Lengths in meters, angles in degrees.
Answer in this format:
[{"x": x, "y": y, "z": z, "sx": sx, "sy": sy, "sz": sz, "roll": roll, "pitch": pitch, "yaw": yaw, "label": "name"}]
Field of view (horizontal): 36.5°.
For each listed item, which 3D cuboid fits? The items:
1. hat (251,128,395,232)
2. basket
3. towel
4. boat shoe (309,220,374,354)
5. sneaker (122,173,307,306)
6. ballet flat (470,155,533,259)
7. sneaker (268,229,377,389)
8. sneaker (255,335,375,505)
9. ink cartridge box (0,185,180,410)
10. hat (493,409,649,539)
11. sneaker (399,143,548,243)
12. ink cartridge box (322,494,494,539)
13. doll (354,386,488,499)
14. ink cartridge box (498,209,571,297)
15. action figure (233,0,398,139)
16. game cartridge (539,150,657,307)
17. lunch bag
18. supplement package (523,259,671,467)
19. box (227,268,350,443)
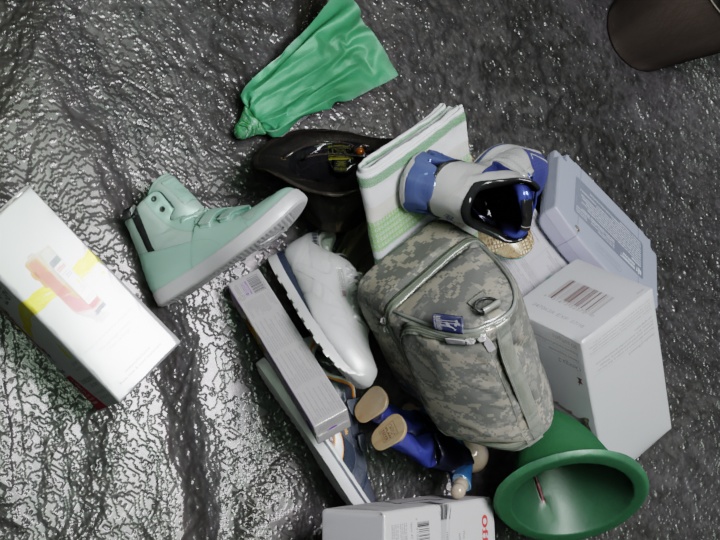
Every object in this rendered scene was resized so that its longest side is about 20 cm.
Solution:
[{"x": -0.029, "y": -0.090, "z": 1.182, "sx": 0.198, "sy": 0.201, "sz": 0.082, "roll": -8, "pitch": 116, "yaw": -24, "label": "hat"}, {"x": 0.415, "y": -0.337, "z": 1.381, "sx": 0.135, "sy": 0.200, "sz": 0.181, "roll": -32, "pitch": 92, "yaw": -24, "label": "basket"}, {"x": 0.060, "y": -0.056, "z": 1.127, "sx": 0.149, "sy": 0.031, "sz": 0.202, "roll": -36, "pitch": 135, "yaw": -29, "label": "towel"}, {"x": 0.002, "y": 0.001, "z": 1.216, "sx": 0.073, "sy": 0.063, "sz": 0.202, "roll": 31, "pitch": 70, "yaw": -15, "label": "boat shoe"}, {"x": -0.156, "y": -0.059, "z": 1.107, "sx": 0.119, "sy": 0.199, "sz": 0.074, "roll": 61, "pitch": 20, "yaw": 4, "label": "sneaker"}, {"x": 0.123, "y": -0.093, "z": 1.231, "sx": 0.070, "sy": 0.066, "sz": 0.200, "roll": -28, "pitch": 55, "yaw": -24, "label": "ballet flat"}, {"x": -0.026, "y": 0.034, "z": 1.137, "sx": 0.080, "sy": 0.077, "sz": 0.201, "roll": -30, "pitch": 54, "yaw": -3, "label": "sneaker"}, {"x": -0.027, "y": 0.162, "z": 1.164, "sx": 0.079, "sy": 0.078, "sz": 0.201, "roll": -32, "pitch": 92, "yaw": -14, "label": "sneaker"}, {"x": -0.282, "y": 0.032, "z": 1.045, "sx": 0.200, "sy": 0.145, "sz": 0.083, "roll": 48, "pitch": 68, "yaw": -8, "label": "ink cartridge box"}, {"x": 0.210, "y": 0.173, "z": 1.207, "sx": 0.200, "sy": 0.164, "sz": 0.177, "roll": 48, "pitch": 25, "yaw": -40, "label": "hat"}, {"x": 0.141, "y": -0.070, "z": 1.092, "sx": 0.198, "sy": 0.115, "sz": 0.081, "roll": -10, "pitch": 120, "yaw": -47, "label": "sneaker"}, {"x": 0.054, "y": 0.312, "z": 1.125, "sx": 0.199, "sy": 0.084, "sz": 0.148, "roll": 9, "pitch": 77, "yaw": -51, "label": "ink cartridge box"}, {"x": 0.077, "y": 0.188, "z": 1.183, "sx": 0.048, "sy": 0.137, "sz": 0.199, "roll": -45, "pitch": 141, "yaw": 13, "label": "doll"}, {"x": 0.142, "y": 0.020, "z": 1.266, "sx": 0.199, "sy": 0.076, "sz": 0.137, "roll": -37, "pitch": 95, "yaw": -26, "label": "ink cartridge box"}, {"x": -0.066, "y": -0.212, "z": 1.233, "sx": 0.200, "sy": 0.055, "sz": 0.119, "roll": -39, "pitch": 98, "yaw": -17, "label": "action figure"}, {"x": 0.287, "y": -0.039, "z": 1.317, "sx": 0.200, "sy": 0.040, "sz": 0.134, "roll": 41, "pitch": 36, "yaw": -23, "label": "game cartridge"}, {"x": 0.107, "y": 0.070, "z": 1.083, "sx": 0.139, "sy": 0.167, "sz": 0.201, "roll": -38, "pitch": 131, "yaw": -15, "label": "lunch bag"}, {"x": 0.261, "y": 0.112, "z": 1.233, "sx": 0.117, "sy": 0.116, "sz": 0.202, "roll": -32, "pitch": 123, "yaw": -25, "label": "supplement package"}, {"x": -0.076, "y": 0.085, "z": 1.123, "sx": 0.041, "sy": 0.039, "sz": 0.201, "roll": -28, "pitch": 57, "yaw": -13, "label": "box"}]
